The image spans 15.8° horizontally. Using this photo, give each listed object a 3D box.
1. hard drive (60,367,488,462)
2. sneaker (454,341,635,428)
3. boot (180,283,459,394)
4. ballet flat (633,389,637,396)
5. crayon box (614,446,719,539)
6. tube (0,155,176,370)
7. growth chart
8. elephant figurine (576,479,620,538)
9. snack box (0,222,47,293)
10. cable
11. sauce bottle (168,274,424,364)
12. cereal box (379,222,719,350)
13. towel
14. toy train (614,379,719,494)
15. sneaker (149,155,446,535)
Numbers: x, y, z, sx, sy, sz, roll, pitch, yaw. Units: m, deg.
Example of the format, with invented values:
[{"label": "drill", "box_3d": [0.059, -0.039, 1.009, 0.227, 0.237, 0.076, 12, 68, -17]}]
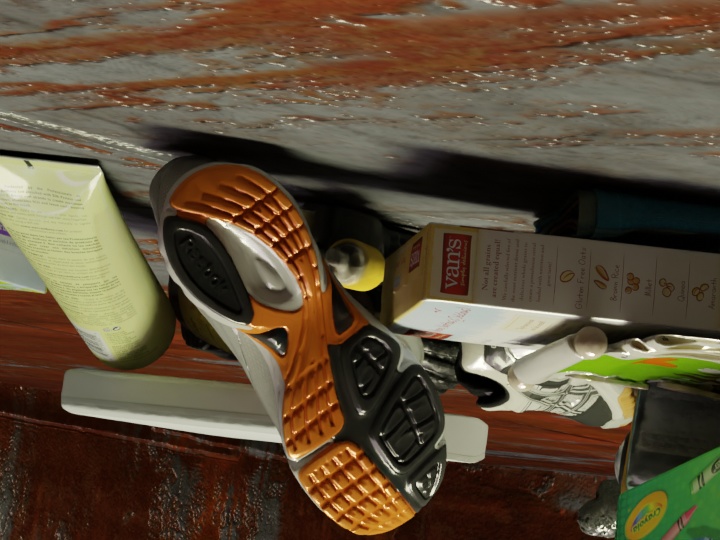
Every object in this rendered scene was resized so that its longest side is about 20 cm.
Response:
[{"label": "hard drive", "box_3d": [-0.048, 0.077, 1.385, 0.131, 0.026, 0.199, 12, 173, -42]}, {"label": "sneaker", "box_3d": [0.093, 0.041, 1.360, 0.087, 0.076, 0.200, -17, 160, 7]}, {"label": "boot", "box_3d": [0.005, 0.040, 1.506, 0.157, 0.080, 0.211, 19, 180, -28]}, {"label": "ballet flat", "box_3d": [0.160, 0.047, 1.482, 0.199, 0.068, 0.064, 13, 179, 11]}, {"label": "crayon box", "box_3d": [0.211, 0.110, 1.104, 0.118, 0.059, 0.200, 20, 151, -24]}, {"label": "tube", "box_3d": [-0.140, -0.011, 1.321, 0.058, 0.052, 0.200, -31, 153, -3]}, {"label": "growth chart", "box_3d": [0.166, 0.047, 1.112, 0.199, 0.018, 0.145, 6, 169, -1]}, {"label": "elephant figurine", "box_3d": [0.255, 0.140, 1.483, 0.200, 0.142, 0.155, -38, -160, -30]}, {"label": "snack box", "box_3d": [-0.270, -0.031, 1.344, 0.141, 0.053, 0.200, 3, 172, 29]}, {"label": "cable", "box_3d": [0.000, 0.000, 1.295, 0.097, 0.051, 0.200, 3, 172, 33]}, {"label": "sauce bottle", "box_3d": [-0.032, 0.024, 1.347, 0.064, 0.065, 0.200, 12, -177, -32]}, {"label": "cereal box", "box_3d": [0.114, 0.015, 1.133, 0.199, 0.040, 0.144, 7, 173, -7]}, {"label": "towel", "box_3d": [0.182, -0.006, 1.150, 0.199, 0.022, 0.147, 8, 174, -3]}, {"label": "toy train", "box_3d": [0.214, 0.097, 1.225, 0.199, 0.086, 0.114, 8, 162, 17]}, {"label": "sneaker", "box_3d": [-0.029, 0.026, 1.169, 0.075, 0.201, 0.092, -32, -158, -5]}]
